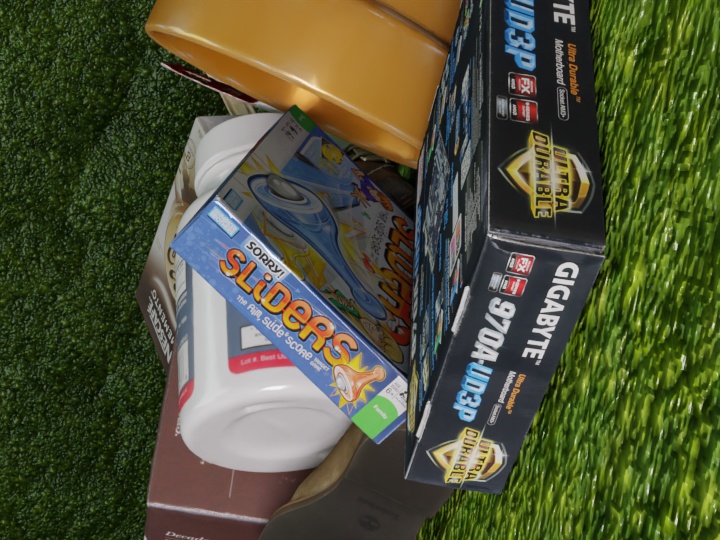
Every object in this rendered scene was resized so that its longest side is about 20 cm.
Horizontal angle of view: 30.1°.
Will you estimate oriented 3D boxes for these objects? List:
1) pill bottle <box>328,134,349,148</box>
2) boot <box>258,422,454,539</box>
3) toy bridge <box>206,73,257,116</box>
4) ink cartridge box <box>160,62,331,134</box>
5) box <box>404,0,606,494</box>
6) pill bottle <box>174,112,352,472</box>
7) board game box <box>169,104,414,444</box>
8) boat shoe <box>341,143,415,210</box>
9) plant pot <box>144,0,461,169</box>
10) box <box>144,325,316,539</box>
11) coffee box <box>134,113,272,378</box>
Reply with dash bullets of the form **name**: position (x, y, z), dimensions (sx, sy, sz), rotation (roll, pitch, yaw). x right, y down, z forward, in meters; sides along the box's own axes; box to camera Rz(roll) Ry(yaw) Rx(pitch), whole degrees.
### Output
- **pill bottle**: position (-0.022, -0.139, 1.355), dimensions (0.200, 0.111, 0.112), rotation (-90, 10, -65)
- **boot**: position (0.005, 0.117, 0.736), dimensions (0.200, 0.073, 0.076), rotation (-52, 12, 44)
- **toy bridge**: position (-0.069, -0.086, 1.100), dimensions (0.200, 0.027, 0.067), rotation (61, -175, -8)
- **ink cartridge box**: position (-0.038, -0.133, 0.973), dimensions (0.162, 0.199, 0.050), rotation (-110, 43, -81)
- **box**: position (0.057, -0.032, 0.574), dimensions (0.159, 0.046, 0.200), rotation (104, 173, -48)
- **pill bottle**: position (-0.053, 0.010, 0.818), dimensions (0.120, 0.119, 0.201), rotation (107, 161, -58)
- **board game box**: position (-0.015, -0.008, 0.693), dimensions (0.034, 0.135, 0.200), rotation (-43, 9, 19)
- **boat shoe**: position (-0.004, -0.066, 1.088), dimensions (0.072, 0.076, 0.200), rotation (63, 173, 1)
- **plant pot**: position (0.002, -0.180, 0.783), dimensions (0.200, 0.200, 0.184), rotation (-151, 86, -85)
- **box**: position (-0.058, 0.135, 0.929), dimensions (0.200, 0.164, 0.166), rotation (106, 172, -57)
- **coffee box**: position (-0.099, -0.008, 1.022), dimensions (0.113, 0.080, 0.200), rotation (61, 142, 32)
